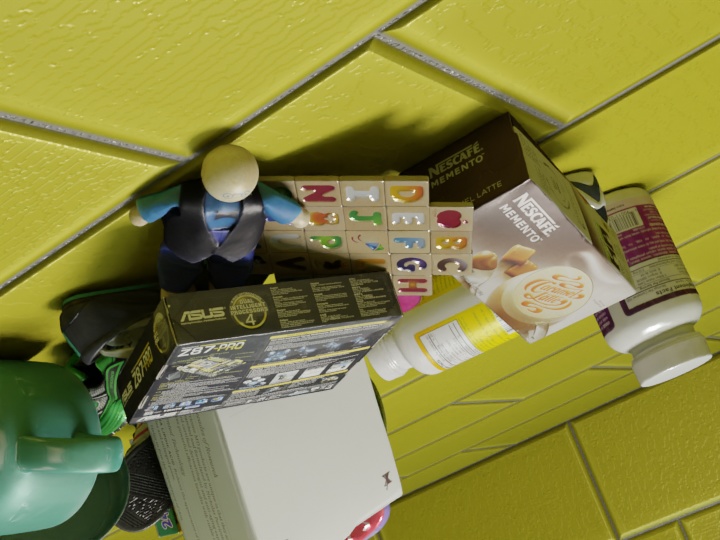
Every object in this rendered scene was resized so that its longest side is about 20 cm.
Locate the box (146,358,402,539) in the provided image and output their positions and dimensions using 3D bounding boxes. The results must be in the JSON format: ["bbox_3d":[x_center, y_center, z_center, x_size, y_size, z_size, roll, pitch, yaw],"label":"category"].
[{"bbox_3d":[-0.087,0.176,1.183,0.130,0.201,0.199,-5,-165,46],"label":"box"}]

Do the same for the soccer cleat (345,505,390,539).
[{"bbox_3d":[-0.016,0.290,1.344,0.076,0.067,0.200,-2,152,-37],"label":"soccer cleat"}]

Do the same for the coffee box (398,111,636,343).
[{"bbox_3d":[0.137,-0.031,1.010,0.114,0.080,0.200,-28,137,22],"label":"coffee box"}]

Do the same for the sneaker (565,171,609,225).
[{"bbox_3d":[0.165,-0.012,1.142,0.198,0.130,0.080,-13,161,-25],"label":"sneaker"}]

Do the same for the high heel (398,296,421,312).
[{"bbox_3d":[0.000,0.000,1.084,0.096,0.068,0.200,-29,149,-8],"label":"high heel"}]

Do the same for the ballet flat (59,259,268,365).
[{"bbox_3d":[-0.154,0.034,1.004,0.199,0.073,0.073,-17,163,-17],"label":"ballet flat"}]

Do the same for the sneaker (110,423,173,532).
[{"bbox_3d":[-0.218,0.184,1.250,0.083,0.201,0.121,30,157,-12],"label":"sneaker"}]

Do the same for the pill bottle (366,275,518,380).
[{"bbox_3d":[0.102,0.049,1.297,0.199,0.105,0.104,-27,163,19],"label":"pill bottle"}]

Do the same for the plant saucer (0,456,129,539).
[{"bbox_3d":[-0.323,0.210,1.128,0.199,0.200,0.027,-11,134,-31],"label":"plant saucer"}]

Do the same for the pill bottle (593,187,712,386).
[{"bbox_3d":[0.304,0.020,1.285,0.112,0.201,0.112,-19,163,-6],"label":"pill bottle"}]

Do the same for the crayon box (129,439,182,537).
[{"bbox_3d":[-0.181,0.251,1.456,0.051,0.126,0.200,-31,160,31],"label":"crayon box"}]

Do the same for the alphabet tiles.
[{"bbox_3d":[-0.010,-0.024,0.936,0.199,0.006,0.167,0,148,4],"label":"alphabet tiles"}]

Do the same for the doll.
[{"bbox_3d":[-0.104,-0.032,0.877,0.136,0.049,0.200,-2,152,-14],"label":"doll"}]

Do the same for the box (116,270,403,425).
[{"bbox_3d":[-0.086,0.065,0.974,0.199,0.049,0.161,-7,157,-28],"label":"box"}]

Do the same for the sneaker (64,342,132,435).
[{"bbox_3d":[-0.248,0.101,1.121,0.085,0.078,0.200,27,145,-26],"label":"sneaker"}]

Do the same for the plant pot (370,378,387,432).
[{"bbox_3d":[-0.105,0.193,1.386,0.192,0.201,0.200,13,144,-43],"label":"plant pot"}]

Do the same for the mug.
[{"bbox_3d":[-0.309,0.145,1.018,0.185,0.152,0.114,-38,156,24],"label":"mug"}]
